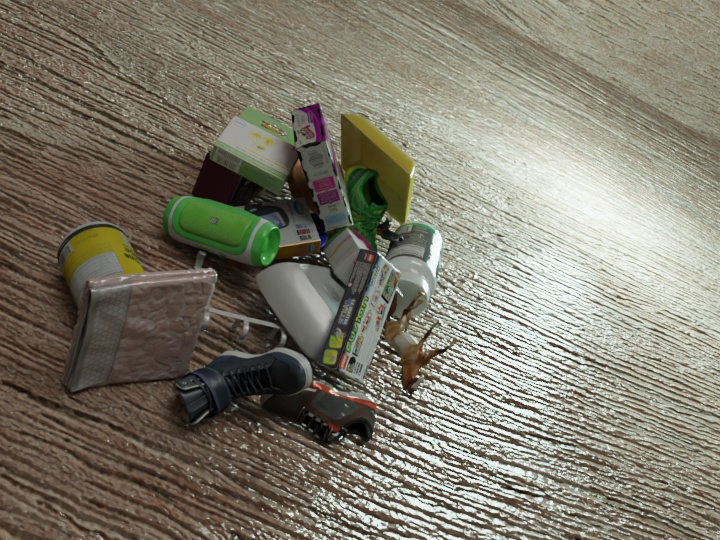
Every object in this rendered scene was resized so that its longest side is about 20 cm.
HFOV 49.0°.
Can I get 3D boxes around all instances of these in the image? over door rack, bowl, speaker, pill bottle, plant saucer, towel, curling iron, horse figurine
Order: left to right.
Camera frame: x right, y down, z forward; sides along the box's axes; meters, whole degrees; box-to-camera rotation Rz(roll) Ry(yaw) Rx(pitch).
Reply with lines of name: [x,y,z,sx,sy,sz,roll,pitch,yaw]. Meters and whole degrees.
pill bottle: [-0.378,0.027,1.195,0.112,0.112,0.200,-4,45,-39]
towel: [-0.310,0.086,1.116,0.191,0.200,0.032,-5,43,-39]
speaker: [-0.244,-0.070,1.389,0.200,0.089,0.088,18,33,18]
over door rack: [-0.209,0.059,1.341,0.148,0.067,0.200,16,28,-23]
plant saucer: [-0.085,-0.191,1.641,0.200,0.032,0.201,30,54,-51]
bowl: [-0.067,0.064,1.362,0.200,0.075,0.200,54,19,22]
plant saucer: [0.042,-0.213,1.611,0.048,0.200,0.200,-39,71,-19]
curling iron: [0.057,-0.084,1.638,0.026,0.050,0.200,38,5,-14]
horse figurine: [0.092,0.120,1.454,0.050,0.133,0.200,23,24,-47]
pill bottle: [0.101,-0.002,1.588,0.113,0.113,0.200,28,37,-7]

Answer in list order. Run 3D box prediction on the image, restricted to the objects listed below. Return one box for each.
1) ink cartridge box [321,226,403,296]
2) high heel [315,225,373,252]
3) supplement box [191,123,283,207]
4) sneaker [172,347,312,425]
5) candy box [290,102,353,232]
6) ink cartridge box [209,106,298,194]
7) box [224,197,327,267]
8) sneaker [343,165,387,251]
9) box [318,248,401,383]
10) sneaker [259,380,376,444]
ink cartridge box: [0.000,0.000,1.459,0.117,0.067,0.200,45,5,-22]
high heel: [-0.074,-0.055,1.551,0.200,0.067,0.096,26,27,-1]
supplement box: [-0.232,-0.202,1.575,0.086,0.110,0.200,37,37,7]
sneaker: [-0.179,0.171,1.148,0.146,0.202,0.077,-28,106,-50]
candy box: [-0.073,-0.191,1.481,0.061,0.200,0.136,-15,41,4]
ink cartridge box: [-0.184,-0.248,1.515,0.145,0.048,0.200,27,46,-6]
box: [-0.164,-0.076,1.483,0.200,0.042,0.119,-12,53,-15]
sneaker: [0.011,-0.112,1.603,0.084,0.200,0.074,8,19,44]
box: [0.002,0.076,1.292,0.035,0.200,0.110,14,-13,29]
sneaker: [-0.060,0.229,1.244,0.200,0.077,0.082,12,51,-22]
